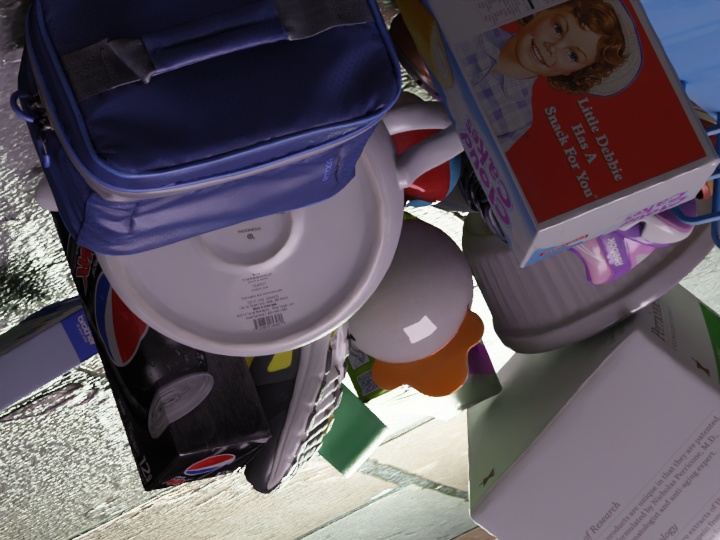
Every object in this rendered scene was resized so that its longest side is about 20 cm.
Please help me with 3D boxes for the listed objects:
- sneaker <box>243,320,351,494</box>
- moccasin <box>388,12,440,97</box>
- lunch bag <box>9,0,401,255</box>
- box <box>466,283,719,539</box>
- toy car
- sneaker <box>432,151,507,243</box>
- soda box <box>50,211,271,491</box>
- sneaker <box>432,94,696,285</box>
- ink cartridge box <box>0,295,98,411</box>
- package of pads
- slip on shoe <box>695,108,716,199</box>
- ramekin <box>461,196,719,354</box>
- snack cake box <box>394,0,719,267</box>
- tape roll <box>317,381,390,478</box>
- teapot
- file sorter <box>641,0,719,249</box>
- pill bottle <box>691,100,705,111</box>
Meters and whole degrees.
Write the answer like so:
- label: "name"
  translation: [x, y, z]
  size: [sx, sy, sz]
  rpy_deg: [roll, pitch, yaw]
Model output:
- label: "sneaker"
  translation: [-0.051, 0.039, 1.640]
  size: [0.085, 0.200, 0.074]
  rpy_deg: [15, -173, 13]
- label: "moccasin"
  translation: [0.093, -0.148, 1.608]
  size: [0.201, 0.074, 0.078]
  rpy_deg: [-4, 146, -47]
- label: "lunch bag"
  translation: [-0.087, -0.102, 1.360]
  size: [0.200, 0.136, 0.132]
  rpy_deg: [-17, 163, -20]
- label: "box"
  translation: [0.202, 0.124, 1.972]
  size: [0.200, 0.171, 0.199]
  rpy_deg: [-50, -168, 17]
- label: "toy car"
  translation: [0.000, 0.000, 1.718]
  size: [0.177, 0.200, 0.184]
  rpy_deg: [-29, 164, 16]
- label: "sneaker"
  translation: [0.099, -0.060, 1.796]
  size: [0.081, 0.074, 0.200]
  rpy_deg: [-45, -156, -29]
- label: "soda box"
  translation: [-0.125, 0.031, 1.620]
  size: [0.071, 0.200, 0.063]
  rpy_deg: [-10, 159, -31]
- label: "sneaker"
  translation: [0.114, -0.063, 1.675]
  size: [0.089, 0.200, 0.080]
  rpy_deg: [-53, 177, 34]
- label: "ink cartridge box"
  translation: [-0.252, 0.074, 1.746]
  size: [0.200, 0.042, 0.119]
  rpy_deg: [-34, -170, -32]
- label: "package of pads"
  translation: [0.027, 0.025, 1.936]
  size: [0.068, 0.155, 0.200]
  rpy_deg: [-27, 166, 13]
- label: "slip on shoe"
  translation: [0.166, -0.084, 1.821]
  size: [0.200, 0.061, 0.074]
  rpy_deg: [6, 147, 29]
- label: "ramekin"
  translation: [0.165, -0.034, 1.935]
  size: [0.202, 0.094, 0.202]
  rpy_deg: [-31, -163, 11]
- label: "snack cake box"
  translation: [0.105, -0.118, 1.481]
  size: [0.115, 0.200, 0.067]
  rpy_deg: [-21, 165, -12]
- label: "tape roll"
  translation: [-0.067, 0.061, 1.819]
  size: [0.048, 0.200, 0.200]
  rpy_deg: [-47, 165, -3]
- label: "teapot"
  translation: [-0.064, -0.055, 1.539]
  size: [0.198, 0.200, 0.146]
  rpy_deg: [-55, -167, 17]
- label: "file sorter"
  translation: [0.248, -0.092, 1.608]
  size: [0.139, 0.123, 0.200]
  rpy_deg: [-15, 146, 37]
- label: "pill bottle"
  translation: [0.261, -0.189, 1.667]
  size: [0.106, 0.106, 0.200]
  rpy_deg: [-18, 163, -25]
